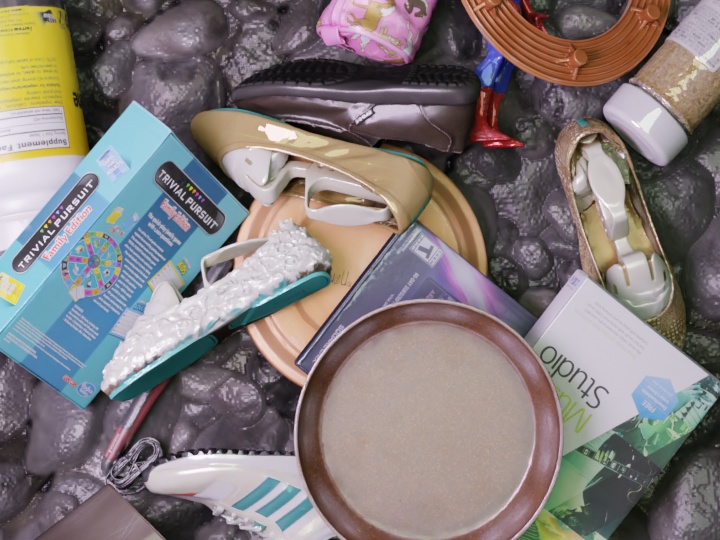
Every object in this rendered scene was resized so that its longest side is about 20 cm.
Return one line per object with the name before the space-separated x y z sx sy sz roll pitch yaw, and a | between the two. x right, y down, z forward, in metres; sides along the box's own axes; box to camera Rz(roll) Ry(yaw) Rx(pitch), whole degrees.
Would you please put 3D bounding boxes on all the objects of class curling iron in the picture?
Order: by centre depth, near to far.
curling iron | -0.145 0.081 1.703 0.049 0.026 0.202 23 86 -3

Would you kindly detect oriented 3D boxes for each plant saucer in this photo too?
plant saucer | 0.050 0.120 1.633 0.198 0.034 0.202 0 94 -1
plant saucer | 0.000 0.000 1.709 0.198 0.032 0.203 0 86 -1

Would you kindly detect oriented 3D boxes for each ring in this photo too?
ring | 0.157 -0.240 1.694 0.199 0.019 0.203 7 74 -24

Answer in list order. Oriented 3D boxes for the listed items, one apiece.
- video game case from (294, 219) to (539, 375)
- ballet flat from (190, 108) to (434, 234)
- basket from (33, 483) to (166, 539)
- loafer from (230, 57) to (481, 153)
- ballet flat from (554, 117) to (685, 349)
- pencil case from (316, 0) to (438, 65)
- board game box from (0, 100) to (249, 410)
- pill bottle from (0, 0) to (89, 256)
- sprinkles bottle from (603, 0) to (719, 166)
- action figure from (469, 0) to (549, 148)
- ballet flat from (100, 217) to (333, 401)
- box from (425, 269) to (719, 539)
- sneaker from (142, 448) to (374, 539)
video game case | 0.069 0.075 1.688 0.200 0.019 0.143 39 90 -10
ballet flat | -0.045 -0.073 1.660 0.198 0.069 0.063 13 58 16
basket | -0.216 0.270 1.638 0.200 0.136 0.181 -45 112 -9
loafer | -0.006 -0.117 1.682 0.198 0.073 0.072 4 112 21
ballet flat | 0.198 -0.022 1.698 0.070 0.065 0.202 -23 87 0
pencil case | 0.034 -0.257 1.702 0.086 0.083 0.202 19 87 -1
board game box | -0.188 -0.008 1.645 0.047 0.151 0.200 37 85 30
pill bottle | -0.265 -0.114 1.670 0.111 0.112 0.202 -9 87 -2
sprinkles bottle | 0.276 -0.175 1.709 0.068 0.068 0.200 42 86 2
action figure | 0.114 -0.198 1.710 0.051 0.065 0.202 0 87 24
ballet flat | -0.115 0.026 1.664 0.199 0.072 0.072 -29 87 -6
box | 0.161 0.122 1.677 0.144 0.036 0.201 37 95 -12
sneaker | -0.066 0.183 1.670 0.198 0.070 0.094 3 85 -11
